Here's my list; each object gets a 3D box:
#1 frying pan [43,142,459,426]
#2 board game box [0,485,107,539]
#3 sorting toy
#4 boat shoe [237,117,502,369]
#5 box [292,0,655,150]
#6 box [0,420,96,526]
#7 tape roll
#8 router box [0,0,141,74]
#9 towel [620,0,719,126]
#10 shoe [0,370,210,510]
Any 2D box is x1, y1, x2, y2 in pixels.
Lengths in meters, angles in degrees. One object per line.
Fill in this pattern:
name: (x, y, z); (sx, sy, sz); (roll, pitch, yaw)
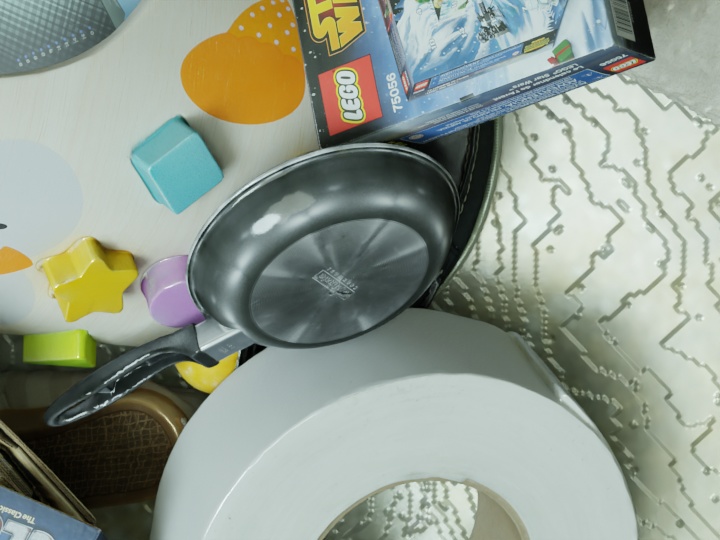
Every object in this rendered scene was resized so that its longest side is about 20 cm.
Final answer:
frying pan: (-0.047, 0.008, 1.082); (0.190, 0.115, 0.031); (-22, 54, -3)
board game box: (-0.182, 0.114, 1.162); (0.200, 0.136, 0.035); (21, 67, 23)
sorting toy: (-0.124, -0.022, 1.104); (0.200, 0.180, 0.107); (-57, 47, 40)
boat shoe: (-0.002, -0.001, 1.186); (0.074, 0.066, 0.200); (35, 105, 2)
box: (0.031, -0.157, 1.080); (0.137, 0.040, 0.201); (-18, 75, 30)
box: (-0.223, 0.048, 1.145); (0.200, 0.164, 0.021); (19, 70, 29)
tape roll: (0.015, 0.119, 1.162); (0.202, 0.071, 0.203); (-7, 114, -15)
router box: (-0.181, -0.112, 1.197); (0.200, 0.062, 0.150); (-28, 94, 14)
towel: (0.165, -0.121, 1.113); (0.200, 0.034, 0.133); (26, 99, -20)
shoe: (-0.152, 0.082, 1.237); (0.199, 0.053, 0.070); (-7, 110, 26)
